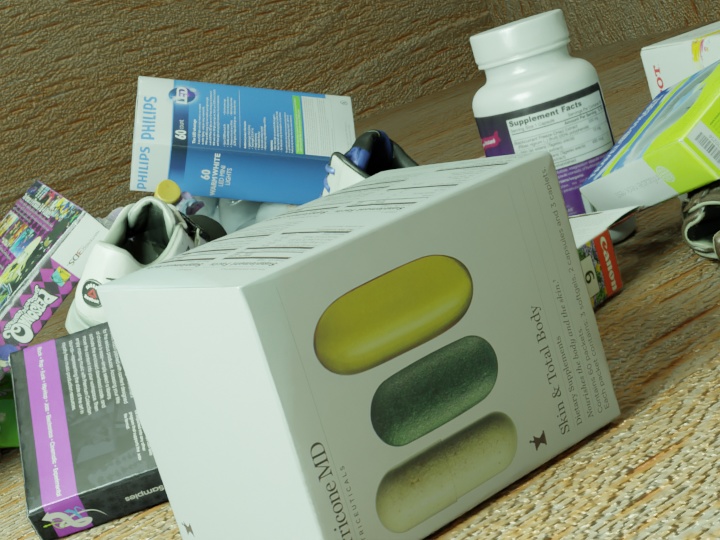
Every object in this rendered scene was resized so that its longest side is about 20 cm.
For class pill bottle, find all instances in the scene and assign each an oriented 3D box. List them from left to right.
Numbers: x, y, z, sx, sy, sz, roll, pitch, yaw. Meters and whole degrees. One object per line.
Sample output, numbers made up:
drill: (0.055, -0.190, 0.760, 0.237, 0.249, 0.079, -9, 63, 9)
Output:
pill bottle: (0.161, -0.117, 1.134, 0.111, 0.201, 0.111, -17, 10, 3)

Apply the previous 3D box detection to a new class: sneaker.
sneaker: (-0.142, -0.018, 0.972, 0.074, 0.089, 0.200, 20, 25, 9)
sneaker: (-0.009, -0.038, 0.921, 0.199, 0.116, 0.081, -4, 16, 31)
sneaker: (0.264, -0.048, 0.968, 0.075, 0.071, 0.200, -19, 10, -2)

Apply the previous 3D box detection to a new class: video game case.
video game case: (-0.283, 0.018, 1.037, 0.182, 0.036, 0.200, -53, 25, -7)

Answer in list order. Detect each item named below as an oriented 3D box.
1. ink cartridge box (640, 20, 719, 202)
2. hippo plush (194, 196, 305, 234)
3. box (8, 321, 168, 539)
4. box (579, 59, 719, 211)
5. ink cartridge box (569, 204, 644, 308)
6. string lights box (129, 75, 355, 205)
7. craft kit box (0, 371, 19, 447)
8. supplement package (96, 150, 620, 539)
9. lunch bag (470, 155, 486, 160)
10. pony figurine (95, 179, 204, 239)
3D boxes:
ink cartridge box: (0.365, -0.146, 1.104, 0.146, 0.147, 0.200, -22, 12, -22)
hippo plush: (-0.108, -0.049, 1.264, 0.200, 0.159, 0.161, -42, 25, 3)
box: (-0.120, 0.080, 0.842, 0.199, 0.036, 0.143, -19, 43, -4)
box: (0.248, -0.104, 1.012, 0.122, 0.048, 0.200, -48, 5, -15)
ink cartridge box: (0.126, 0.007, 0.962, 0.109, 0.051, 0.200, -9, 13, 40)
string lights box: (-0.107, -0.118, 1.200, 0.199, 0.059, 0.103, 5, 43, -10)
craft kit box: (-0.374, 0.108, 1.108, 0.199, 0.049, 0.197, 1, 9, -13)
supplement package: (0.001, 0.043, 0.685, 0.200, 0.152, 0.150, -24, 13, -34)
lunch bag: (0.074, -0.062, 1.324, 0.199, 0.082, 0.176, -19, 10, -7)
pony figurine: (-0.197, 0.014, 1.144, 0.193, 0.166, 0.200, -48, -5, -41)
